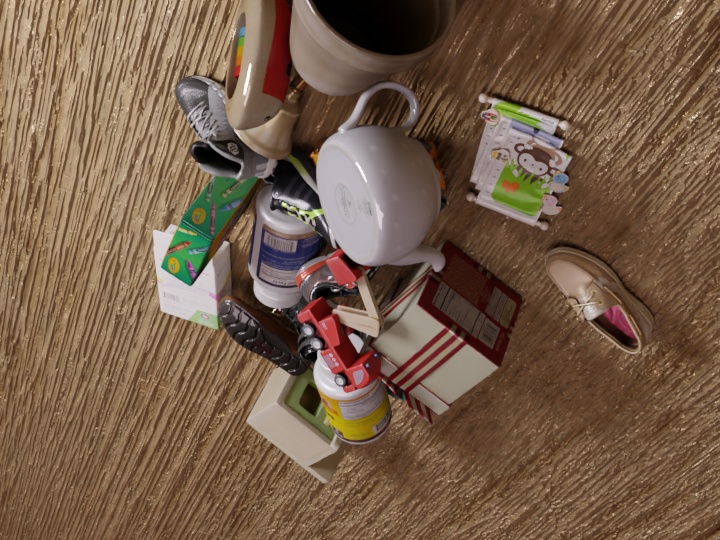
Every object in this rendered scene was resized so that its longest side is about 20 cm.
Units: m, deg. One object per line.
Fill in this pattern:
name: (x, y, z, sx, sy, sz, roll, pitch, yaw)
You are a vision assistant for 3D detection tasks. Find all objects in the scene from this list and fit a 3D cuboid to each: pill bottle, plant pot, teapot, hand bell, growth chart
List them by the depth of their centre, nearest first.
plant pot: (-0.008, -0.306, 1.231, 0.200, 0.200, 0.173, 35, 153, -8)
teapot: (0.040, -0.112, 1.327, 0.198, 0.145, 0.200, 58, 154, 25)
growth chart: (0.219, -0.145, 1.376, 0.144, 0.018, 0.201, 16, 136, 11)
hand bell: (-0.085, -0.257, 1.385, 0.104, 0.104, 0.200, 38, 124, -11)
pill bottle: (-0.118, -0.036, 1.575, 0.110, 0.111, 0.201, 21, 136, 7)
pill bottle: (-0.014, 0.190, 1.639, 0.109, 0.110, 0.201, 9, 142, 19)

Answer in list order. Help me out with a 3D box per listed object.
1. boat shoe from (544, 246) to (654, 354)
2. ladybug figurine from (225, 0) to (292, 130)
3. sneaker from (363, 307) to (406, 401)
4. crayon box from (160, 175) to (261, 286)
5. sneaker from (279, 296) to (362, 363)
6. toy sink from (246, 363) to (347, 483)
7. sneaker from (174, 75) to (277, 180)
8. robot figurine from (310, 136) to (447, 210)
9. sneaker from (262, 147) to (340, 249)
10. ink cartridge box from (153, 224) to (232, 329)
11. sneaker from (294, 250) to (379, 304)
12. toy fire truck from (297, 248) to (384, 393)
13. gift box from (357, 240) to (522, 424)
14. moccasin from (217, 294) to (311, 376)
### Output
boat shoe: (0.345, 0.045, 1.453, 0.200, 0.069, 0.074, 37, 136, -10)
ladybug figurine: (-0.130, -0.282, 1.325, 0.072, 0.201, 0.136, 8, -177, -19)
sneaker: (0.074, 0.153, 1.663, 0.120, 0.084, 0.201, 22, 146, 28)
crayon box: (-0.217, -0.086, 1.512, 0.058, 0.200, 0.119, 31, 137, -3)
sneaker: (-0.097, 0.086, 1.689, 0.199, 0.099, 0.071, 33, 138, -4)
toy sink: (-0.082, 0.270, 1.833, 0.200, 0.131, 0.112, 42, 135, -14)
sneaker: (-0.216, -0.202, 1.430, 0.200, 0.115, 0.075, 43, 125, 13)
robot figurine: (0.034, -0.140, 1.441, 0.199, 0.058, 0.145, 2, 131, 26)
sneaker: (-0.088, -0.095, 1.460, 0.082, 0.200, 0.072, -26, 143, -8)
ink cartridge box: (-0.285, -0.002, 1.721, 0.117, 0.067, 0.201, 17, 137, 11)
sneaker: (0.000, 0.000, 1.525, 0.199, 0.082, 0.077, -30, 146, 10)
toy fire truck: (-0.014, 0.074, 1.459, 0.141, 0.049, 0.201, -25, 101, 37)
gift box: (0.125, 0.106, 1.537, 0.200, 0.185, 0.187, 41, 134, -6)
moccasin: (-0.164, 0.102, 1.750, 0.201, 0.078, 0.074, 32, 125, -23)
